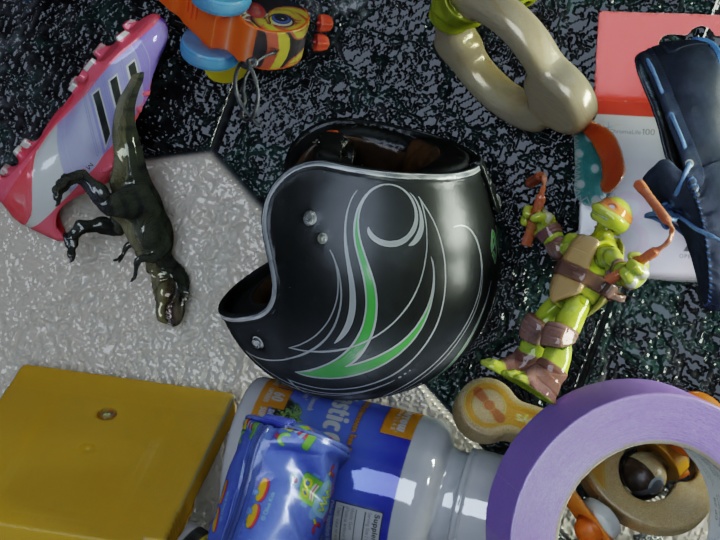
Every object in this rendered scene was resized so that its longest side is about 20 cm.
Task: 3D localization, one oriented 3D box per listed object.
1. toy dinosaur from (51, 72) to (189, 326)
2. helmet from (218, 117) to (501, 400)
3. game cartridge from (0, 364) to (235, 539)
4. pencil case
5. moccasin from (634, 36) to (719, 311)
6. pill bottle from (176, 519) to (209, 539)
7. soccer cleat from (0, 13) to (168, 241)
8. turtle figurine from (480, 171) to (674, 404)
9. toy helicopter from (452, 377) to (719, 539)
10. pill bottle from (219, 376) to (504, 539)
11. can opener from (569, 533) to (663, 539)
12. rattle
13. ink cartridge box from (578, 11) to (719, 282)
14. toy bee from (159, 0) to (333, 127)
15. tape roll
[{"bbox_3d":[-0.187,-0.049,1.520,0.088,0.047,0.201,-14,113,-7],"label":"toy dinosaur"},{"bbox_3d":[0.000,0.000,1.446,0.199,0.200,0.192,10,108,9],"label":"helmet"},{"bbox_3d":[-0.201,0.144,1.473,0.176,0.200,0.033,7,122,10],"label":"game cartridge"},{"bbox_3d":[-0.073,0.195,1.364,0.078,0.087,0.201,10,70,27],"label":"pencil case"},{"bbox_3d":[0.232,-0.066,1.425,0.068,0.081,0.201,-4,70,-6],"label":"moccasin"},{"bbox_3d":[-0.077,0.278,1.440,0.200,0.111,0.112,32,93,9],"label":"pill bottle"},{"bbox_3d":[-0.203,-0.111,1.538,0.076,0.067,0.200,40,106,-12],"label":"soccer cleat"},{"bbox_3d":[0.147,0.009,1.403,0.064,0.200,0.162,30,90,-29],"label":"turtle figurine"},{"bbox_3d":[0.159,0.136,1.434,0.199,0.079,0.133,20,68,-1],"label":"toy helicopter"},{"bbox_3d":[0.005,0.153,1.475,0.199,0.112,0.113,12,90,9],"label":"pill bottle"},{"bbox_3d":[0.155,0.230,1.478,0.199,0.053,0.067,-8,87,9],"label":"can opener"},{"bbox_3d":[0.157,-0.158,1.472,0.200,0.130,0.143,38,52,23],"label":"rattle"},{"bbox_3d":[0.247,-0.092,1.478,0.162,0.057,0.201,3,93,10],"label":"ink cartridge box"},{"bbox_3d":[-0.083,-0.182,1.510,0.108,0.131,0.201,-10,65,-29],"label":"toy bee"},{"bbox_3d":[0.189,0.178,1.368,0.199,0.066,0.201,-1,97,-11],"label":"tape roll"}]
